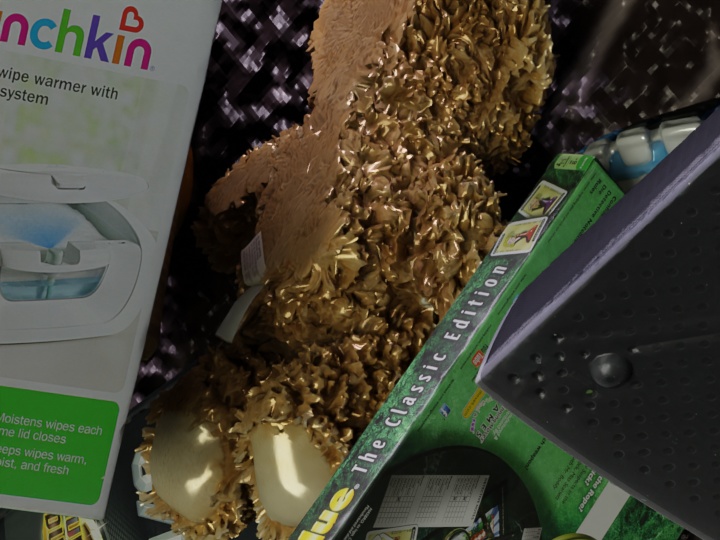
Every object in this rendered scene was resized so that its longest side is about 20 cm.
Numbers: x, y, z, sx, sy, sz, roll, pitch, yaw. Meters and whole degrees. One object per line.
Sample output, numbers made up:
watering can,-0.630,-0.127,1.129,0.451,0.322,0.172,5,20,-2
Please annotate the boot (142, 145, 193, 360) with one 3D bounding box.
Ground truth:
boot,-0.102,-0.026,0.989,0.201,0.070,0.145,146,132,-62

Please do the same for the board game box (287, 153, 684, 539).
board game box,0.038,0.076,0.812,0.105,0.200,0.023,46,159,-27

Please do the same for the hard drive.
hard drive,0.146,0.031,0.792,0.199,0.042,0.135,30,126,-22

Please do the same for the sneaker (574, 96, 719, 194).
sneaker,0.147,-0.016,0.833,0.199,0.075,0.087,-8,100,33

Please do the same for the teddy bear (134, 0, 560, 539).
teddy bear,0.000,0.000,0.887,0.145,0.067,0.201,-25,42,43

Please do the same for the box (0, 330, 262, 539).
box,-0.045,0.129,0.926,0.159,0.046,0.201,-36,45,27

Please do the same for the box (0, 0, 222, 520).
box,-0.134,-0.041,0.868,0.200,0.096,0.178,26,105,62
